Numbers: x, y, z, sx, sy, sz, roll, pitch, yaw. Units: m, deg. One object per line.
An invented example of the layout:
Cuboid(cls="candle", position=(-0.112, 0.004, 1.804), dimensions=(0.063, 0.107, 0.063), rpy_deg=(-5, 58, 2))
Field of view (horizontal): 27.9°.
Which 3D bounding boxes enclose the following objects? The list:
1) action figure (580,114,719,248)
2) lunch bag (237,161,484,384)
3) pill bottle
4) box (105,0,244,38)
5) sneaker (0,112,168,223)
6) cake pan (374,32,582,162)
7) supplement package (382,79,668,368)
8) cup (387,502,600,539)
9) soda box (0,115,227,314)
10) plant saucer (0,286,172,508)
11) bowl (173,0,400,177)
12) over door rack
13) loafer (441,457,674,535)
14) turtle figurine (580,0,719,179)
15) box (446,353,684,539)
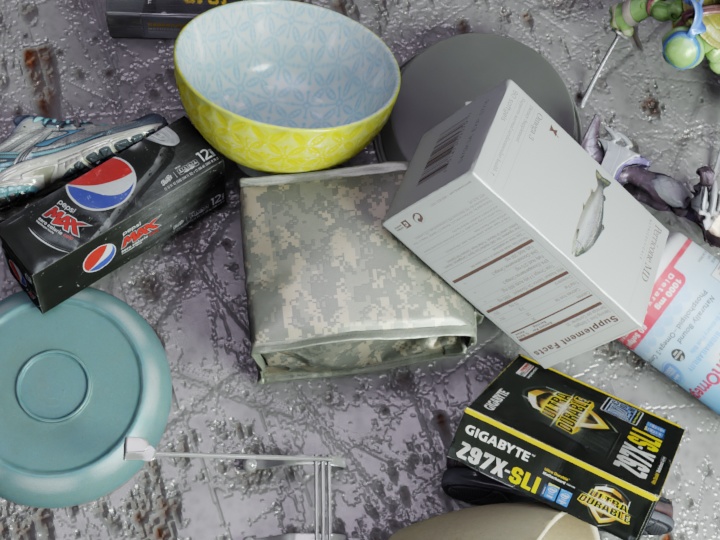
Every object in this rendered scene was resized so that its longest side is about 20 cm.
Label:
Cuboid(cls="action figure", position=(0.287, -0.065, 1.298), dimensions=(0.199, 0.130, 0.070), rpy_deg=(25, 84, 14))
Cuboid(cls="lunch bag", position=(0.000, 0.000, 1.255), dimensions=(0.199, 0.118, 0.165), rpy_deg=(-6, 70, -1))
Cuboid(cls="pill bottle", position=(0.320, 0.065, 1.257), dimensions=(0.200, 0.109, 0.109), rpy_deg=(37, 72, 10))
Cuboid(cls="box", position=(-0.160, -0.321, 1.396), dimensions=(0.157, 0.048, 0.201), rpy_deg=(2, 70, -4))
Cuboid(cls="sneaker", position=(-0.270, -0.110, 1.299), dimensions=(0.199, 0.078, 0.087), rpy_deg=(-22, 70, -11))
Cuboid(cls="cake pan", position=(0.112, -0.136, 1.354), dimensions=(0.199, 0.037, 0.201), rpy_deg=(1, 70, -3))
Cuboid(cls="supplement package", position=(0.139, -0.035, 1.202), dimensions=(0.200, 0.117, 0.117), rpy_deg=(40, 49, -19))
Cuboid(cls="cup", position=(0.087, 0.269, 1.141), dimensions=(0.143, 0.200, 0.201), rpy_deg=(9, 67, 30))
Cuboid(cls="soda box", position=(-0.215, -0.050, 1.270), dimensions=(0.200, 0.071, 0.063), rpy_deg=(-34, 66, -21))
Cuboid(cls="plant saucer", position=(-0.263, 0.102, 1.249), dimensions=(0.199, 0.027, 0.201), rpy_deg=(1, 69, -3))
Cuboid(cls="bowl", position=(-0.071, -0.144, 1.294), dimensions=(0.199, 0.108, 0.201), rpy_deg=(7, 42, -6))
Cuboid(cls="over door rack", position=(-0.108, 0.218, 1.186), dimensions=(0.199, 0.067, 0.149), rpy_deg=(8, 68, -23))
Cuboid(cls="loafer", position=(0.170, 0.176, 1.230), dimensions=(0.199, 0.072, 0.063), rpy_deg=(11, 64, 2))
Cuboid(cls="turtle figurine", position=(0.311, -0.217, 1.378), dimensions=(0.143, 0.201, 0.194), rpy_deg=(20, 47, 27))
Cuboid(cls="box", position=(0.171, 0.138, 1.170), dimensions=(0.159, 0.200, 0.050), rpy_deg=(26, 106, 13))
